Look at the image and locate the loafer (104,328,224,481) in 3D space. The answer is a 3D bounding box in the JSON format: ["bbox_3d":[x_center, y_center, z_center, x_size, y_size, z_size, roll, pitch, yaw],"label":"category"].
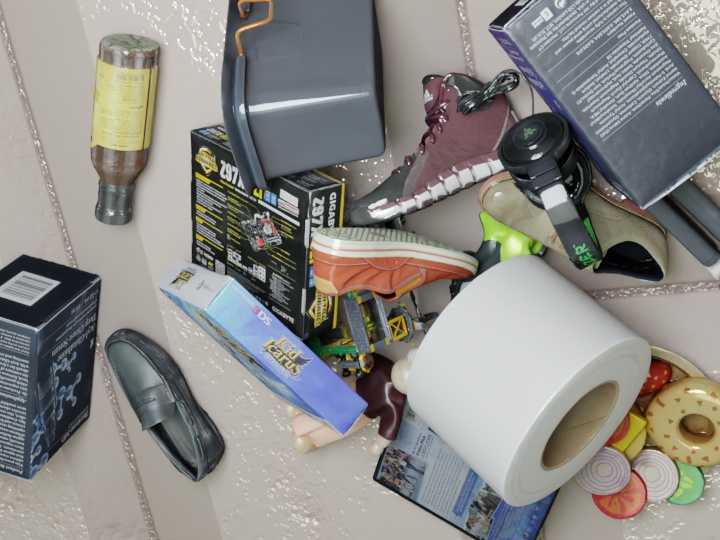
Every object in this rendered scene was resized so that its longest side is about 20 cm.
[{"bbox_3d":[-0.232,0.157,1.248,0.068,0.070,0.201,-29,102,23],"label":"loafer"}]

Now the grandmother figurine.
[{"bbox_3d":[0.007,0.140,1.165,0.199,0.060,0.122,-30,75,31],"label":"grandmother figurine"}]

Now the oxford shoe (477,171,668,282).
[{"bbox_3d":[0.208,-0.041,1.018,0.198,0.075,0.071,13,132,-9],"label":"oxford shoe"}]

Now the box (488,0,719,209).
[{"bbox_3d":[0.216,-0.170,0.941,0.104,0.148,0.200,-38,98,10],"label":"box"}]

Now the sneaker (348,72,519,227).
[{"bbox_3d":[0.062,-0.124,1.033,0.199,0.076,0.116,-24,93,-14],"label":"sneaker"}]

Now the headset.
[{"bbox_3d":[0.153,-0.090,0.950,0.093,0.123,0.201,-24,67,16],"label":"headset"}]

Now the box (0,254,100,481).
[{"bbox_3d":[-0.384,0.109,1.224,0.106,0.149,0.201,15,116,8],"label":"box"}]

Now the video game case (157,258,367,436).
[{"bbox_3d":[-0.106,0.077,1.105,0.200,0.181,0.046,45,76,-22],"label":"video game case"}]

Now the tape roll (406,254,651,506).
[{"bbox_3d":[0.162,0.106,1.029,0.139,0.202,0.204,42,122,33],"label":"tape roll"}]

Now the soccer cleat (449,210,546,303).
[{"bbox_3d":[0.122,0.029,1.113,0.081,0.067,0.201,33,118,20],"label":"soccer cleat"}]

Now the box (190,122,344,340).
[{"bbox_3d":[-0.100,-0.043,1.083,0.199,0.049,0.161,28,124,40],"label":"box"}]

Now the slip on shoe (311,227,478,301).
[{"bbox_3d":[0.032,-0.003,1.015,0.074,0.199,0.062,24,107,45],"label":"slip on shoe"}]

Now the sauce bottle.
[{"bbox_3d":[-0.254,-0.145,1.130,0.064,0.065,0.201,16,114,8],"label":"sauce bottle"}]

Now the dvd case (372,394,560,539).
[{"bbox_3d":[0.117,0.226,1.186,0.199,0.018,0.144,27,123,17],"label":"dvd case"}]

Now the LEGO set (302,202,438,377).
[{"bbox_3d":[0.000,0.000,1.118,0.153,0.115,0.202,-18,92,51],"label":"LEGO set"}]

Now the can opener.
[{"bbox_3d":[0.341,-0.022,1.020,0.200,0.067,0.053,40,117,-15],"label":"can opener"}]

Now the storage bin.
[{"bbox_3d":[-0.049,-0.187,0.986,0.133,0.201,0.146,-7,140,6],"label":"storage bin"}]

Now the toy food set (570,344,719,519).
[{"bbox_3d":[0.287,0.170,1.131,0.199,0.049,0.199,31,116,0],"label":"toy food set"}]
